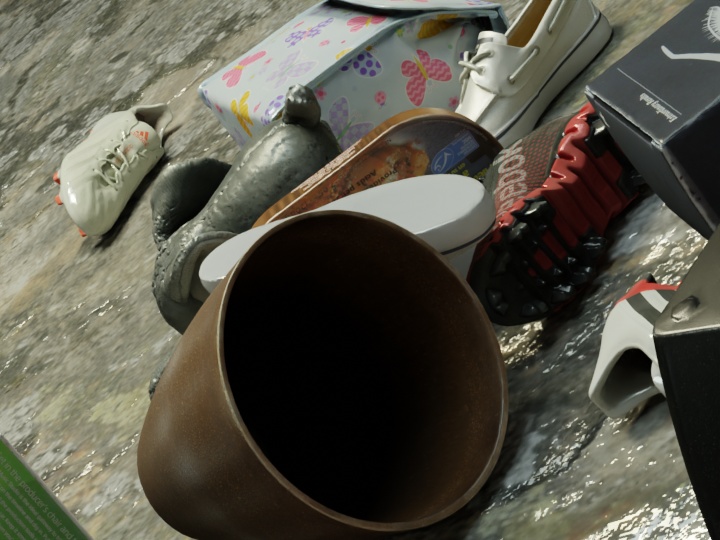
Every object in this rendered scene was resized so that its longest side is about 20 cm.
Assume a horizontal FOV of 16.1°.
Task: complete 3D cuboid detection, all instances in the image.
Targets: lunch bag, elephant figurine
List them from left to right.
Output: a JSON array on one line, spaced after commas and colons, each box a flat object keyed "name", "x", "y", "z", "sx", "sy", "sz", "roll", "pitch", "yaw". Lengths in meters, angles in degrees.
[{"name": "elephant figurine", "x": -0.089, "y": -0.011, "z": 1.740, "sx": 0.200, "sy": 0.155, "sz": 0.142, "roll": -27, "pitch": -2, "yaw": 0}, {"name": "lunch bag", "x": 0.000, "y": -0.149, "z": 1.926, "sx": 0.200, "sy": 0.127, "sz": 0.170, "roll": -36, "pitch": 22, "yaw": -12}]

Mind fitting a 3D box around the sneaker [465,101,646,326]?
[{"name": "sneaker", "x": 0.109, "y": -0.031, "z": 1.581, "sx": 0.098, "sy": 0.071, "sz": 0.200, "roll": -16, "pitch": 28, "yaw": 43}]

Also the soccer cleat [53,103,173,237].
[{"name": "soccer cleat", "x": -0.217, "y": -0.097, "z": 2.245, "sx": 0.078, "sy": 0.069, "sz": 0.200, "roll": -27, "pitch": 21, "yaw": 19}]

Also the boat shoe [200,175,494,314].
[{"name": "boat shoe", "x": 0.000, "y": 0.000, "z": 1.542, "sx": 0.200, "sy": 0.070, "sz": 0.071, "roll": -17, "pitch": 28, "yaw": 26}]

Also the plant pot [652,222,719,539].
[{"name": "plant pot", "x": 0.244, "y": 0.039, "z": 1.077, "sx": 0.200, "sy": 0.177, "sz": 0.200, "roll": -10, "pitch": 36, "yaw": 49}]

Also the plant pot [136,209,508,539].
[{"name": "plant pot", "x": -0.046, "y": 0.089, "z": 1.478, "sx": 0.200, "sy": 0.187, "sz": 0.187, "roll": -35, "pitch": 16, "yaw": 52}]

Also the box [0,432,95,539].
[{"name": "box", "x": -0.258, "y": 0.211, "z": 1.577, "sx": 0.200, "sy": 0.144, "sz": 0.036, "roll": -40, "pitch": 22, "yaw": -6}]

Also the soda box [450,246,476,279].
[{"name": "soda box", "x": -0.004, "y": 0.037, "z": 1.628, "sx": 0.200, "sy": 0.068, "sz": 0.064, "roll": -34, "pitch": 22, "yaw": 10}]

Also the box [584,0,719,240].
[{"name": "box", "x": 0.251, "y": -0.111, "z": 1.467, "sx": 0.200, "sy": 0.104, "sz": 0.148, "roll": -38, "pitch": 21, "yaw": 2}]

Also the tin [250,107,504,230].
[{"name": "tin", "x": 0.011, "y": -0.024, "z": 1.670, "sx": 0.200, "sy": 0.112, "sz": 0.042, "roll": -36, "pitch": 14, "yaw": 3}]

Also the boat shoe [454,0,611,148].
[{"name": "boat shoe", "x": 0.100, "y": -0.137, "z": 1.810, "sx": 0.200, "sy": 0.070, "sz": 0.071, "roll": -47, "pitch": 23, "yaw": -23}]

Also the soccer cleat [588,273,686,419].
[{"name": "soccer cleat", "x": 0.195, "y": 0.035, "z": 1.326, "sx": 0.200, "sy": 0.069, "sz": 0.085, "roll": -13, "pitch": 41, "yaw": 53}]
